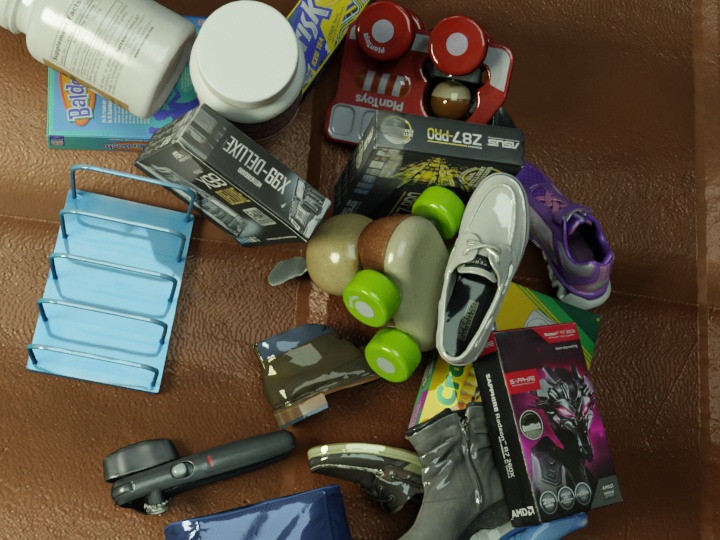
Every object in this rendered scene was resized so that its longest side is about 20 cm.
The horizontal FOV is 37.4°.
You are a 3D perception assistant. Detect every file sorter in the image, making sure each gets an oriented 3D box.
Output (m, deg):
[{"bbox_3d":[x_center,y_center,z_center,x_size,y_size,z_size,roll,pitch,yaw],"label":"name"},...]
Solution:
[{"bbox_3d":[-0.254,0.009,1.091,0.138,0.123,0.201,12,74,-10],"label":"file sorter"}]

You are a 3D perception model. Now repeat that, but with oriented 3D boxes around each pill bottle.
[{"bbox_3d":[-0.113,-0.198,1.080,0.113,0.200,0.115,0,88,-5],"label":"pill bottle"},{"bbox_3d":[-0.282,-0.253,1.106,0.199,0.114,0.115,29,71,-4],"label":"pill bottle"}]

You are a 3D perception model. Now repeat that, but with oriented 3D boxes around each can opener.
[{"bbox_3d":[-0.161,0.200,1.095,0.199,0.063,0.079,-11,79,-16],"label":"can opener"}]

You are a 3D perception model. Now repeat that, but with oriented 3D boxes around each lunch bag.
[{"bbox_3d":[-0.103,0.298,1.046,0.199,0.136,0.133,-11,79,-15],"label":"lunch bag"}]

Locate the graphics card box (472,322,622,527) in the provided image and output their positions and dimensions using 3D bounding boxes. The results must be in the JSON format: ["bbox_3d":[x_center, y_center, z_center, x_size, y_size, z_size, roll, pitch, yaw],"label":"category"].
[{"bbox_3d":[0.193,0.158,1.117,0.125,0.051,0.201,-3,75,-35],"label":"graphics card box"}]

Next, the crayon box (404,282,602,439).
[{"bbox_3d":[0.162,0.119,1.196,0.172,0.058,0.201,20,72,-8],"label":"crayon box"}]

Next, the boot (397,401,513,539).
[{"bbox_3d":[0.072,0.219,1.084,0.199,0.070,0.132,-21,87,-38],"label":"boot"}]

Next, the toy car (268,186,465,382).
[{"bbox_3d":[0.000,0.000,1.140,0.199,0.158,0.164,13,48,35],"label":"toy car"}]

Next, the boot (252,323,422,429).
[{"bbox_3d":[-0.019,0.084,1.154,0.199,0.075,0.097,-27,86,-16],"label":"boot"}]

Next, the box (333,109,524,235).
[{"bbox_3d":[0.068,-0.102,1.154,0.160,0.200,0.049,9,69,-12],"label":"box"}]

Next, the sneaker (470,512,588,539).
[{"bbox_3d":[0.157,0.306,1.149,0.199,0.079,0.090,-21,93,-12],"label":"sneaker"}]

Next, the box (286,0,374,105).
[{"bbox_3d":[-0.051,-0.281,1.243,0.070,0.064,0.200,34,72,-3],"label":"box"}]

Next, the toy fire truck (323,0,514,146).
[{"bbox_3d":[0.067,-0.209,1.212,0.199,0.112,0.169,13,101,8],"label":"toy fire truck"}]

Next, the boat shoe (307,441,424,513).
[{"bbox_3d":[0.040,0.225,1.133,0.199,0.073,0.065,10,69,-11],"label":"boat shoe"}]

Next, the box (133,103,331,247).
[{"bbox_3d":[-0.136,-0.090,1.083,0.157,0.200,0.050,37,75,-20],"label":"box"}]

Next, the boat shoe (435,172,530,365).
[{"bbox_3d":[0.118,-0.003,1.061,0.072,0.066,0.201,21,90,9],"label":"boat shoe"}]

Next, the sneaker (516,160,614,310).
[{"bbox_3d":[0.231,-0.056,1.230,0.080,0.089,0.201,-26,69,-15],"label":"sneaker"}]

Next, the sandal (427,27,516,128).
[{"bbox_3d":[0.124,-0.203,1.264,0.076,0.043,0.201,-28,77,-4],"label":"sandal"}]

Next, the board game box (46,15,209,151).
[{"bbox_3d":[-0.246,-0.210,1.188,0.199,0.045,0.153,1,77,-14],"label":"board game box"}]
